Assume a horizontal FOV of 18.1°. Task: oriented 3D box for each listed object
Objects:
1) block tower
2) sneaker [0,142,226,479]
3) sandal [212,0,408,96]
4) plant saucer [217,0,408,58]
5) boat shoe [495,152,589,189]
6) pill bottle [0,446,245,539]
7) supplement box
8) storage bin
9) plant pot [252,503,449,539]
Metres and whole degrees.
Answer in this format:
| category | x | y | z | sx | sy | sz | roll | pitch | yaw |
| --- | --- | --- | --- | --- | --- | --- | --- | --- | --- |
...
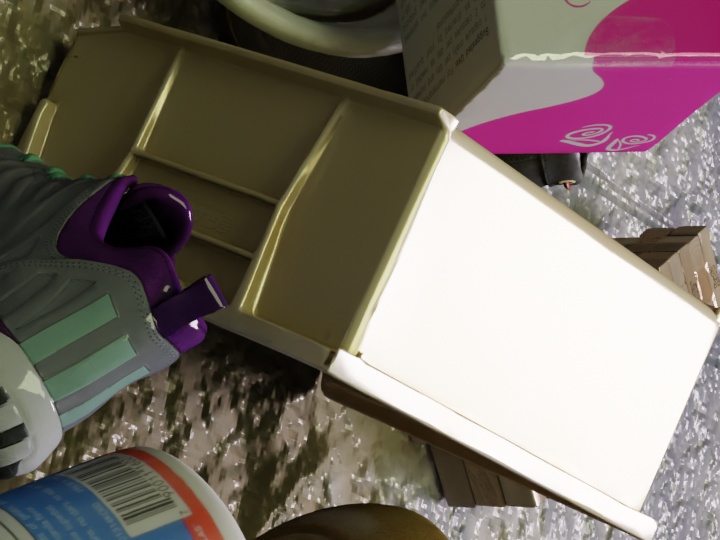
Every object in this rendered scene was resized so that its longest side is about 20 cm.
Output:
| category | x | y | z | sx | sy | sz | roll | pitch | yaw |
| --- | --- | --- | --- | --- | --- | --- | --- | --- | --- |
| block tower | 0.102 | 0.045 | 1.070 | 0.200 | 0.054 | 0.058 | -35 | 115 | -45 |
| sneaker | -0.096 | -0.005 | 0.716 | 0.087 | 0.200 | 0.074 | -27 | 120 | -5 |
| sandal | 0.016 | -0.084 | 0.967 | 0.200 | 0.055 | 0.082 | 41 | 58 | -42 |
| plant saucer | -0.032 | -0.172 | 0.891 | 0.200 | 0.050 | 0.200 | 15 | 65 | -36 |
| boat shoe | 0.085 | -0.080 | 0.978 | 0.201 | 0.063 | 0.074 | -50 | 133 | -65 |
| pill bottle | -0.134 | 0.137 | 0.711 | 0.200 | 0.112 | 0.112 | -19 | 105 | -31 |
| supplement box | 0.069 | -0.152 | 0.849 | 0.101 | 0.103 | 0.200 | -1 | 73 | -18 |
| storage bin | 0.000 | 0.000 | 0.837 | 0.200 | 0.198 | 0.094 | 30 | 83 | -46 |
| plant pot | -0.039 | 0.165 | 0.785 | 0.027 | 0.200 | 0.200 | 34 | 62 | -27 |
